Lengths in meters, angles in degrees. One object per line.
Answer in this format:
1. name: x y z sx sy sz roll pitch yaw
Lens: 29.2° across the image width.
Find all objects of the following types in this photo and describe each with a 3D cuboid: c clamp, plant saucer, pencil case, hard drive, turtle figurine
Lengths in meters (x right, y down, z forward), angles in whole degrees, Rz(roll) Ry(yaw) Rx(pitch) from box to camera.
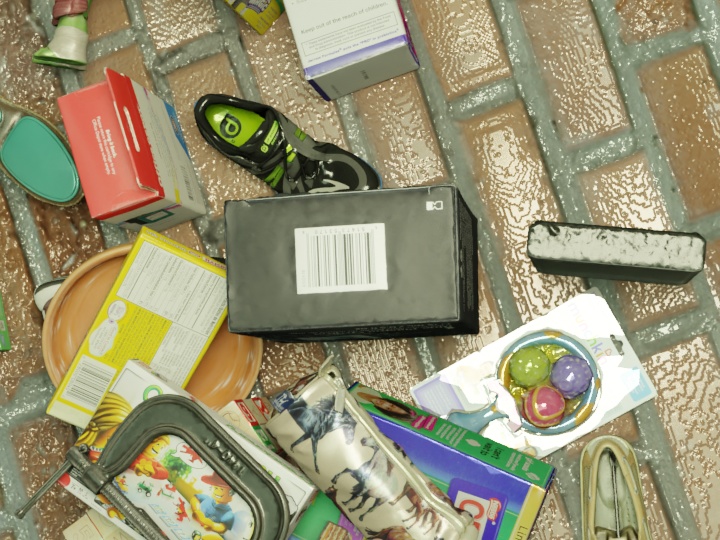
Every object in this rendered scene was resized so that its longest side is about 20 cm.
1. c clamp: -0.165 0.200 1.168 0.200 0.027 0.171 37 88 12
2. plant saucer: -0.190 0.063 1.271 0.200 0.037 0.200 -1 114 -2
3. pencil case: 0.009 0.169 1.155 0.200 0.078 0.089 47 138 5
4. hard drive: 0.217 -0.014 1.181 0.139 0.200 0.033 5 87 10
5. turtle figurine: -0.303 -0.298 1.322 0.144 0.200 0.194 9 92 44

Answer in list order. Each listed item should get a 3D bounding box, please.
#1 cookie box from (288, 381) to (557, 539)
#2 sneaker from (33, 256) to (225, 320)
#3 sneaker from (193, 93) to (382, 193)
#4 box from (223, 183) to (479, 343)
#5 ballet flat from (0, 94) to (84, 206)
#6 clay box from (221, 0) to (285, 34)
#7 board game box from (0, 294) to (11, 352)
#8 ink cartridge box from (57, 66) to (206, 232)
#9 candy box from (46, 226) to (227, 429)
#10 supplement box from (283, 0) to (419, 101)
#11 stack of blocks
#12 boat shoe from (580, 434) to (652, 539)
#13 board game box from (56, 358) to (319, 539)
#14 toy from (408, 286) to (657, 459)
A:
1. cookie box: 0.051 0.218 1.235 0.200 0.075 0.171 22 106 10
2. sneaker: -0.207 0.052 1.321 0.200 0.076 0.116 -8 96 13
3. sneaker: -0.074 -0.108 1.296 0.200 0.083 0.071 29 91 10
4. box: 0.000 0.000 1.216 0.197 0.200 0.118 -3 85 10
5. ballet flat: -0.339 -0.133 1.352 0.200 0.065 0.071 40 94 7
6. clay box: -0.139 -0.290 1.262 0.115 0.200 0.048 44 93 9
7. board game box: -0.433 -0.003 1.376 0.134 0.029 0.200 -13 83 7
8. ink cartridge box: -0.211 -0.105 1.259 0.067 0.200 0.116 -19 83 7
9. candy box: -0.194 0.066 1.238 0.102 0.026 0.200 26 110 -17
10. supplement box: -0.024 -0.276 1.292 0.103 0.101 0.200 -19 83 7
11. stack of blocks: -0.162 0.199 1.271 0.200 0.115 0.059 -37 81 6
12. boat shoe: 0.228 0.247 1.222 0.072 0.076 0.200 -13 84 8
13. board game box: -0.151 0.183 1.194 0.200 0.035 0.126 33 92 11
14. toy: 0.156 0.111 1.259 0.200 0.047 0.115 -30 83 7
